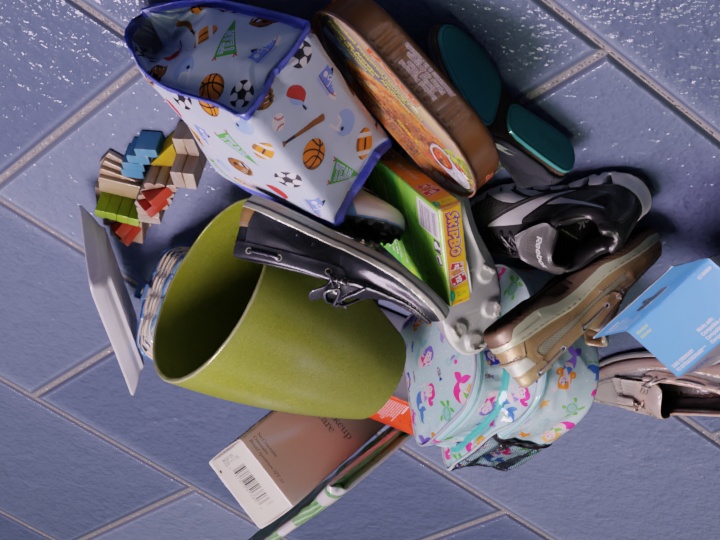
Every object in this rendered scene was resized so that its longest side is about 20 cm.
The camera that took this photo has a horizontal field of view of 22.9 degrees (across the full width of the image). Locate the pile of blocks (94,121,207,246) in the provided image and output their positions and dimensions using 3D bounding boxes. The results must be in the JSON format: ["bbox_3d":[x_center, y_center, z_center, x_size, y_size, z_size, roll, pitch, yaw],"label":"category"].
[{"bbox_3d":[-0.216,-0.080,1.729,0.082,0.062,0.200,27,144,-17],"label":"pile of blocks"}]

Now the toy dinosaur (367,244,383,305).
[{"bbox_3d":[0.000,0.000,1.741,0.088,0.047,0.201,34,140,46],"label":"toy dinosaur"}]

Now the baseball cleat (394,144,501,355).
[{"bbox_3d":[0.075,-0.024,1.637,0.106,0.069,0.201,-157,53,-65],"label":"baseball cleat"}]

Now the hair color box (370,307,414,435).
[{"bbox_3d":[0.048,0.110,1.861,0.199,0.102,0.061,23,144,-10],"label":"hair color box"}]

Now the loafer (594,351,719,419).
[{"bbox_3d":[0.321,0.122,1.805,0.199,0.063,0.072,-6,141,28],"label":"loafer"}]

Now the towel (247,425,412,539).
[{"bbox_3d":[-0.043,0.237,1.889,0.023,0.152,0.200,53,133,1],"label":"towel"}]

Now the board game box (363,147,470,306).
[{"bbox_3d":[0.037,-0.053,1.571,0.030,0.200,0.096,-20,122,-21],"label":"board game box"}]

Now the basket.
[{"bbox_3d":[-0.152,0.049,1.835,0.176,0.140,0.200,19,180,-4],"label":"basket"}]

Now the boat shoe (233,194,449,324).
[{"bbox_3d":[-0.019,0.003,1.518,0.199,0.062,0.075,26,175,3],"label":"boat shoe"}]

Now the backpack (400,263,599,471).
[{"bbox_3d":[0.136,0.088,1.722,0.150,0.178,0.200,10,150,-34],"label":"backpack"}]

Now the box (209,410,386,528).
[{"bbox_3d":[-0.055,0.175,1.892,0.095,0.200,0.078,51,140,0],"label":"box"}]

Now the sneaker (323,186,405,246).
[{"bbox_3d":[-0.024,-0.070,1.596,0.072,0.073,0.200,27,177,-36],"label":"sneaker"}]

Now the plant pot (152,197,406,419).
[{"bbox_3d":[-0.062,0.060,1.671,0.200,0.188,0.187,29,143,-28],"label":"plant pot"}]

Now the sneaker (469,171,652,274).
[{"bbox_3d":[0.162,-0.036,1.612,0.199,0.091,0.067,-9,124,29],"label":"sneaker"}]

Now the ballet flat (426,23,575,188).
[{"bbox_3d":[0.103,-0.134,1.527,0.073,0.073,0.200,-18,136,39],"label":"ballet flat"}]

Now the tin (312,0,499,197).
[{"bbox_3d":[0.039,-0.147,1.475,0.200,0.042,0.112,49,171,0],"label":"tin"}]

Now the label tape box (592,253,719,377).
[{"bbox_3d":[0.328,0.032,1.579,0.199,0.063,0.144,-16,159,-31],"label":"label tape box"}]

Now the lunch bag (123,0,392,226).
[{"bbox_3d":[-0.097,-0.148,1.530,0.200,0.124,0.170,19,156,41],"label":"lunch bag"}]

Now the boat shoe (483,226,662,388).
[{"bbox_3d":[0.205,0.036,1.621,0.076,0.200,0.072,57,164,-5],"label":"boat shoe"}]

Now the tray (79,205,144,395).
[{"bbox_3d":[-0.251,0.031,1.812,0.022,0.108,0.200,-12,143,-1],"label":"tray"}]
